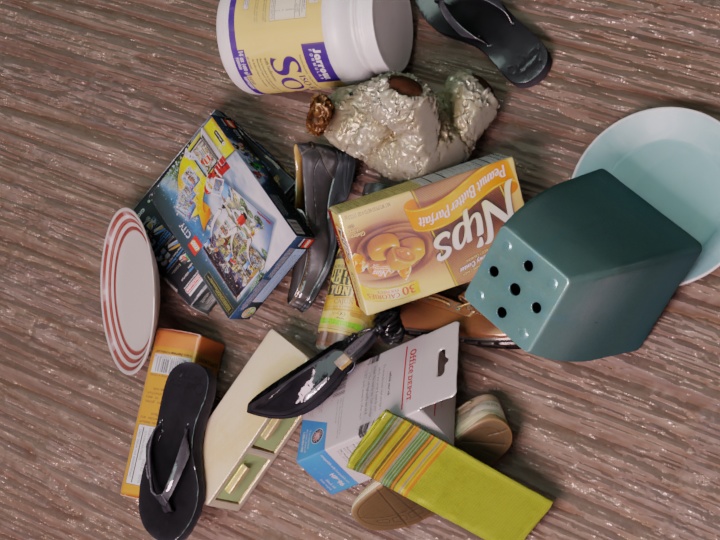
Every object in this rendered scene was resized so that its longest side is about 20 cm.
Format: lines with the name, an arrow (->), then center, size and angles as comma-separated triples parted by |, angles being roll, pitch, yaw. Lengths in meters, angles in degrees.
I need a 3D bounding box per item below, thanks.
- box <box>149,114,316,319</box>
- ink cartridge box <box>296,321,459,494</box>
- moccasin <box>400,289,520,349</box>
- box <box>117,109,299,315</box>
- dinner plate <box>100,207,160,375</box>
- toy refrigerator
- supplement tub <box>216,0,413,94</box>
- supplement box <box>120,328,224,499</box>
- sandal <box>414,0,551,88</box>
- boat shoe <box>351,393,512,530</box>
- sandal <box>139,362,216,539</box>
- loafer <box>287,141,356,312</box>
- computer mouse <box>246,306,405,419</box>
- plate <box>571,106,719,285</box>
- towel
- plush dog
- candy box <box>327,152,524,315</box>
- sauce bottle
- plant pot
box -> -0.151, -0.062, 1.574 | 0.137, 0.038, 0.200 | -49, 61, 26
ink cartridge box -> 0.036, 0.146, 1.445 | 0.200, 0.068, 0.116 | -26, 34, 26
moccasin -> 0.127, 0.043, 1.476 | 0.201, 0.074, 0.078 | 7, 87, 36
box -> -0.181, -0.072, 1.659 | 0.159, 0.046, 0.200 | 42, 95, 28
dinner plate -> -0.273, 0.025, 1.635 | 0.200, 0.024, 0.201 | 10, 101, 61
toy refrigerator -> -0.118, 0.173, 1.546 | 0.070, 0.076, 0.200 | 36, 92, 28
supplement tub -> -0.052, -0.285, 1.603 | 0.200, 0.145, 0.146 | -1, 75, 25
supplement box -> -0.220, 0.173, 1.598 | 0.069, 0.067, 0.200 | 9, 80, 25
sandal -> 0.141, -0.288, 1.572 | 0.200, 0.043, 0.076 | 41, 94, 28
boat shoe -> 0.074, 0.205, 1.460 | 0.200, 0.072, 0.065 | -39, 27, 15
sandal -> -0.210, 0.200, 1.505 | 0.076, 0.043, 0.201 | -1, 75, 25
loafer -> -0.064, -0.052, 1.574 | 0.073, 0.072, 0.200 | 151, 132, -64
computer mouse -> -0.028, 0.108, 1.429 | 0.200, 0.140, 0.046 | -34, 94, -2
plate -> 0.319, -0.075, 1.442 | 0.200, 0.026, 0.201 | -7, 73, 24
towel -> 0.090, 0.218, 1.391 | 0.200, 0.018, 0.086 | 29, 123, -5
plush dog -> 0.034, -0.158, 1.531 | 0.172, 0.200, 0.161 | 27, 114, 35
candy box -> 0.078, -0.040, 1.452 | 0.200, 0.055, 0.116 | -19, 105, -10
sauce bottle -> 0.000, 0.000, 1.546 | 0.065, 0.065, 0.200 | 7, 79, 26
plant pot -> 0.206, 0.002, 1.347 | 0.141, 0.200, 0.141 | 43, 122, 27
